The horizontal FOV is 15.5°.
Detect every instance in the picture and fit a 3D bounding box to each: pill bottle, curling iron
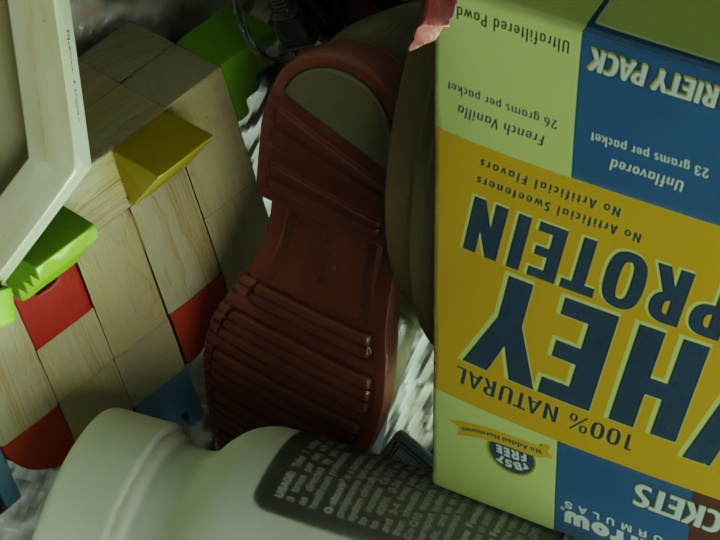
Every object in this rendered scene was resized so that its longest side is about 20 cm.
[{"bbox_3d":[-0.002,0.117,0.854,0.200,0.116,0.116,17,116,12],"label":"pill bottle"},{"bbox_3d":[0.015,-0.072,0.931,0.026,0.050,0.200,-15,156,30],"label":"curling iron"}]

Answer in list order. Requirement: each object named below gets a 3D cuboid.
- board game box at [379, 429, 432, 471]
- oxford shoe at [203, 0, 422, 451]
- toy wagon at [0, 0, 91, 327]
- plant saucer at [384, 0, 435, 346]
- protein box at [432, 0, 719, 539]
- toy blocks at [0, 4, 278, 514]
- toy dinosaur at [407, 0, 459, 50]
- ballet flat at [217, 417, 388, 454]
[{"bbox_3d":[0.010,0.148,0.989,0.200,0.062,0.200,-58,158,20],"label":"board game box"},{"bbox_3d":[0.000,0.000,0.892,0.075,0.070,0.200,-42,157,-47],"label":"oxford shoe"},{"bbox_3d":[-0.185,-0.052,0.798,0.200,0.040,0.155,-7,95,7],"label":"toy wagon"},{"bbox_3d":[0.057,-0.066,0.852,0.200,0.029,0.200,-53,154,-41],"label":"plant saucer"},{"bbox_3d":[0.123,-0.044,0.803,0.199,0.135,0.200,-53,153,-39],"label":"protein box"},{"bbox_3d":[-0.101,0.016,0.905,0.200,0.100,0.137,-38,135,-24],"label":"toy blocks"},{"bbox_3d":[-0.072,-0.157,0.716,0.181,0.200,0.105,18,102,-28],"label":"toy dinosaur"},{"bbox_3d":[-0.037,0.115,1.011,0.073,0.073,0.200,23,106,-33],"label":"ballet flat"}]
